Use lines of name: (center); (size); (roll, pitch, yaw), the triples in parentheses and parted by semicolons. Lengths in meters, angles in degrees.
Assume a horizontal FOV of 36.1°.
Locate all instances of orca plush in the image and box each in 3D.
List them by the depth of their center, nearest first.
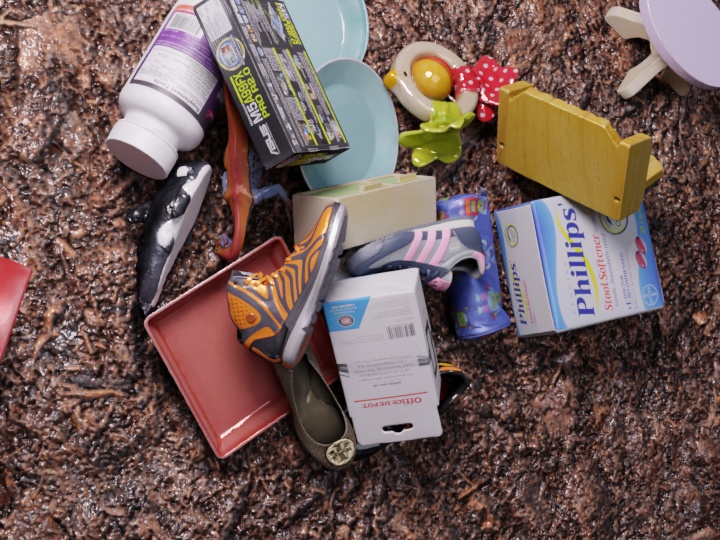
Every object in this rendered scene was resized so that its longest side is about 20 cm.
orca plush: (-0.246, -0.045, 1.320); (0.070, 0.105, 0.202); (19, 92, 5)

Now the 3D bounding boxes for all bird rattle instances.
bird rattle: (0.119, -0.247, 1.497); (0.163, 0.113, 0.200); (42, 60, -3)

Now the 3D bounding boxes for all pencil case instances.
pencil case: (0.151, -0.008, 1.501); (0.086, 0.078, 0.203); (-10, 88, -37)

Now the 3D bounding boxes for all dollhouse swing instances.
dollhouse swing: (0.317, -0.191, 1.509); (0.176, 0.199, 0.183); (-41, 146, -30)

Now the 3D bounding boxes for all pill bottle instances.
pill bottle: (-0.220, -0.215, 1.324); (0.111, 0.111, 0.202); (33, 71, -19)

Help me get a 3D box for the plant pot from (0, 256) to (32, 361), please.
plant pot: (-0.453, 0.066, 1.131); (0.181, 0.200, 0.203); (17, 76, -15)

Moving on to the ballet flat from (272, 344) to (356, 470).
ballet flat: (-0.056, 0.159, 1.349); (0.067, 0.046, 0.202); (-27, 106, -18)

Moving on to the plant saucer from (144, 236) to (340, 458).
plant saucer: (-0.140, 0.091, 1.347); (0.199, 0.037, 0.201); (-33, 109, -22)

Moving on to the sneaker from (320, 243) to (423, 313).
sneaker: (0.000, 0.000, 1.435); (0.198, 0.076, 0.082); (-13, 75, -29)

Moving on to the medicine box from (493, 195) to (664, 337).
medicine box: (0.308, -0.015, 1.566); (0.198, 0.103, 0.185); (-11, 89, -28)

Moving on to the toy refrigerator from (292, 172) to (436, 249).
toy refrigerator: (0.008, -0.080, 1.395); (0.199, 0.075, 0.071); (-16, 109, -48)

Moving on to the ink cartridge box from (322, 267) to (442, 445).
ink cartridge box: (0.033, 0.108, 1.360); (0.114, 0.068, 0.202); (-8, 113, 11)

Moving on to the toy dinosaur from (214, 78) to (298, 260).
toy dinosaur: (-0.153, -0.112, 1.330); (0.200, 0.104, 0.183); (37, 63, -49)

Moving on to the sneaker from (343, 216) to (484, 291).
sneaker: (0.075, -0.010, 1.389); (0.198, 0.070, 0.083); (-15, 77, -27)

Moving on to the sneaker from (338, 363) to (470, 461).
sneaker: (0.054, 0.177, 1.423); (0.199, 0.090, 0.071); (-31, 97, -26)

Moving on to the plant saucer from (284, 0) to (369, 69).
plant saucer: (-0.084, -0.325, 1.446); (0.198, 0.036, 0.203); (3, 82, -27)

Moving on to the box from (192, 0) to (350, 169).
box: (-0.099, -0.219, 1.278); (0.202, 0.044, 0.160); (65, 23, 2)

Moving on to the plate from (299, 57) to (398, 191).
plate: (-0.021, -0.174, 1.437); (0.199, 0.025, 0.203); (-3, 94, -48)

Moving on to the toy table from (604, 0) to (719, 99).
toy table: (0.467, -0.348, 1.677); (0.184, 0.117, 0.201); (-45, 104, -24)

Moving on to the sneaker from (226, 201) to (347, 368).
sneaker: (-0.091, 0.003, 1.274); (0.111, 0.078, 0.202); (22, 92, 7)
